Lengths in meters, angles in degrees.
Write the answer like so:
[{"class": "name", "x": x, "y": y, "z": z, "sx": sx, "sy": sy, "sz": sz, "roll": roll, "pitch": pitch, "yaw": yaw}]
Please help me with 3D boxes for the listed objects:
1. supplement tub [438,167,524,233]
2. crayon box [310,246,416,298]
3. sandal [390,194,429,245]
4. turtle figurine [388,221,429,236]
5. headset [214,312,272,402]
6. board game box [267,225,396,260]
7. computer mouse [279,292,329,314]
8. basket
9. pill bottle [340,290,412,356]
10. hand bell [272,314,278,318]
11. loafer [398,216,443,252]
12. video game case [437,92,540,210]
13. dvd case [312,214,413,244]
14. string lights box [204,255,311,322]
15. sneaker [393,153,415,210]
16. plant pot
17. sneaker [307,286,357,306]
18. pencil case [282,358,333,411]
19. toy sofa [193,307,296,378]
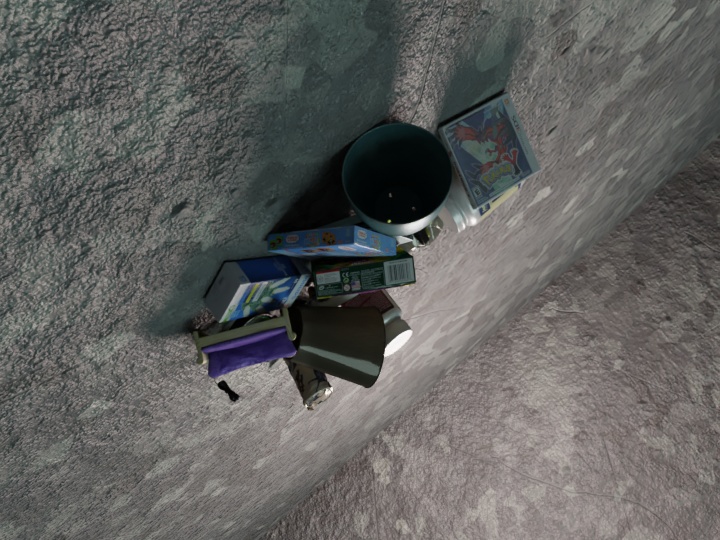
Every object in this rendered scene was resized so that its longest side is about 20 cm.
[{"class": "supplement tub", "x": 0.260, "y": -0.196, "z": 1.473, "sx": 0.199, "sy": 0.146, "sz": 0.145, "roll": -39, "pitch": 158, "yaw": -3}, {"class": "crayon box", "x": 0.000, "y": 0.000, "z": 1.302, "sx": 0.194, "sy": 0.060, "sz": 0.173, "roll": -8, "pitch": -170, "yaw": -5}, {"class": "sandal", "x": 0.088, "y": -0.114, "z": 1.366, "sx": 0.048, "sy": 0.075, "sz": 0.201, "roll": -41, "pitch": 132, "yaw": -4}, {"class": "turtle figurine", "x": 0.081, "y": -0.088, "z": 1.473, "sx": 0.157, "sy": 0.065, "sz": 0.205, "roll": -13, "pitch": 125, "yaw": -23}, {"class": "headset", "x": -0.252, "y": 0.179, "z": 1.403, "sx": 0.203, "sy": 0.093, "sz": 0.123, "roll": -58, "pitch": 154, "yaw": 11}, {"class": "board game box", "x": -0.052, "y": -0.048, "z": 1.210, "sx": 0.196, "sy": 0.038, "sz": 0.150, "roll": -2, "pitch": 172, "yaw": 33}, {"class": "computer mouse", "x": -0.121, "y": 0.064, "z": 1.405, "sx": 0.057, "sy": 0.035, "sz": 0.199, "roll": 4, "pitch": 160, "yaw": -35}, {"class": "basket", "x": -0.061, "y": 0.153, "z": 1.404, "sx": 0.195, "sy": 0.186, "sz": 0.135, "roll": 12, "pitch": 158, "yaw": -28}, {"class": "pill bottle", "x": 0.032, "y": 0.101, "z": 1.575, "sx": 0.113, "sy": 0.201, "sz": 0.115, "roll": -32, "pitch": 157, "yaw": -16}, {"class": "hand bell", "x": -0.113, "y": 0.174, "z": 1.477, "sx": 0.195, "sy": 0.106, "sz": 0.105, "roll": 14, "pitch": 133, "yaw": -19}, {"class": "loafer", "x": 0.115, "y": -0.079, "z": 1.587, "sx": 0.198, "sy": 0.062, "sz": 0.073, "roll": -36, "pitch": 125, "yaw": -19}, {"class": "video game case", "x": 0.276, "y": -0.255, "z": 1.368, "sx": 0.197, "sy": 0.186, "sz": 0.023, "roll": -30, "pitch": -171, "yaw": -23}, {"class": "dvd case", "x": 0.001, "y": -0.071, "z": 1.323, "sx": 0.143, "sy": 0.023, "sz": 0.198, "roll": -14, "pitch": 163, "yaw": 32}, {"class": "string lights box", "x": -0.197, "y": 0.031, "z": 1.264, "sx": 0.198, "sy": 0.059, "sz": 0.104, "roll": -10, "pitch": 142, "yaw": -53}, {"class": "sneaker", "x": 0.107, "y": -0.193, "z": 1.326, "sx": 0.080, "sy": 0.075, "sz": 0.200, "roll": -39, "pitch": 157, "yaw": -2}, {"class": "plant pot", "x": 0.068, "y": -0.146, "z": 1.187, "sx": 0.198, "sy": 0.201, "sz": 0.135, "roll": -35, "pitch": 159, "yaw": -10}, {"class": "sneaker", "x": -0.035, "y": 0.019, "z": 1.446, "sx": 0.197, "sy": 0.086, "sz": 0.073, "roll": -32, "pitch": -174, "yaw": 14}, {"class": "pencil case", "x": -0.140, "y": 0.226, "z": 1.530, "sx": 0.077, "sy": 0.203, "sz": 0.090, "roll": -5, "pitch": 147, "yaw": -48}, {"class": "toy sofa", "x": -0.224, "y": 0.144, "z": 1.277, "sx": 0.194, "sy": 0.100, "sz": 0.083, "roll": -14, "pitch": 175, "yaw": -6}]
